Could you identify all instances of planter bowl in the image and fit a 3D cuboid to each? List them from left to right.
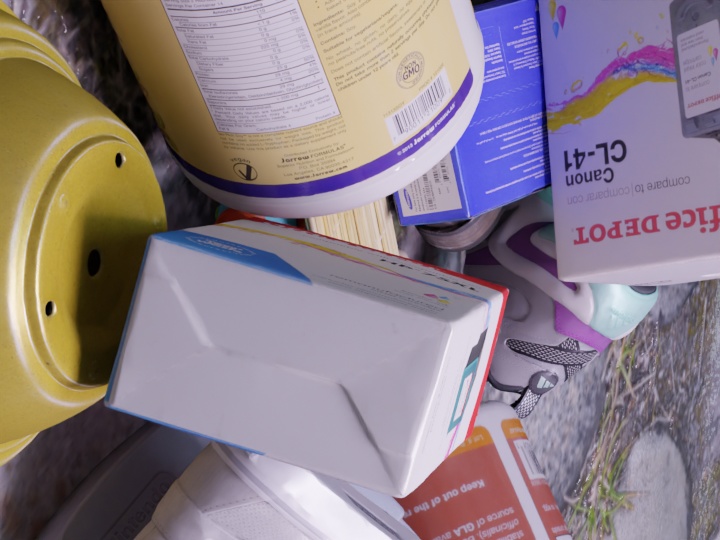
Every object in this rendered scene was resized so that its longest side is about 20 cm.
[{"bbox_3d":[-0.127,-0.007,0.841,0.200,0.083,0.201,-24,117,-61],"label":"planter bowl"}]

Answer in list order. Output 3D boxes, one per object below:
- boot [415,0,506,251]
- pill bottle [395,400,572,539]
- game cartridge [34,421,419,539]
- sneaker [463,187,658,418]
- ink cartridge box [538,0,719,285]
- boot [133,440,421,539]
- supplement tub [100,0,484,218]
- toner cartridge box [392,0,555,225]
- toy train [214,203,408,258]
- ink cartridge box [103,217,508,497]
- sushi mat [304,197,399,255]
[{"bbox_3d":[0.036,-0.118,1.180,0.174,0.069,0.201,43,54,-55],"label":"boot"},{"bbox_3d":[0.064,0.177,1.160,0.112,0.112,0.200,7,57,-65],"label":"pill bottle"},{"bbox_3d":[-0.070,0.137,0.960,0.133,0.042,0.200,46,54,-7],"label":"game cartridge"},{"bbox_3d":[0.070,0.004,1.265,0.078,0.200,0.140,34,107,-29],"label":"sneaker"},{"bbox_3d":[0.166,-0.099,1.111,0.085,0.147,0.201,3,81,-45],"label":"ink cartridge box"},{"bbox_3d":[-0.013,0.145,0.938,0.096,0.074,0.200,-47,117,2],"label":"boot"},{"bbox_3d":[-0.038,-0.135,0.924,0.146,0.145,0.200,-64,148,-34],"label":"supplement tub"},{"bbox_3d":[0.079,-0.089,1.157,0.200,0.043,0.095,-22,104,-54],"label":"toner cartridge box"},{"bbox_3d":[-0.035,0.007,1.081,0.200,0.055,0.151,67,32,-47],"label":"toy train"},{"bbox_3d":[-0.011,0.027,0.891,0.200,0.116,0.067,-22,128,-79],"label":"ink cartridge box"},{"bbox_3d":[0.000,0.000,1.074,0.096,0.012,0.200,-61,147,-49],"label":"sushi mat"}]
